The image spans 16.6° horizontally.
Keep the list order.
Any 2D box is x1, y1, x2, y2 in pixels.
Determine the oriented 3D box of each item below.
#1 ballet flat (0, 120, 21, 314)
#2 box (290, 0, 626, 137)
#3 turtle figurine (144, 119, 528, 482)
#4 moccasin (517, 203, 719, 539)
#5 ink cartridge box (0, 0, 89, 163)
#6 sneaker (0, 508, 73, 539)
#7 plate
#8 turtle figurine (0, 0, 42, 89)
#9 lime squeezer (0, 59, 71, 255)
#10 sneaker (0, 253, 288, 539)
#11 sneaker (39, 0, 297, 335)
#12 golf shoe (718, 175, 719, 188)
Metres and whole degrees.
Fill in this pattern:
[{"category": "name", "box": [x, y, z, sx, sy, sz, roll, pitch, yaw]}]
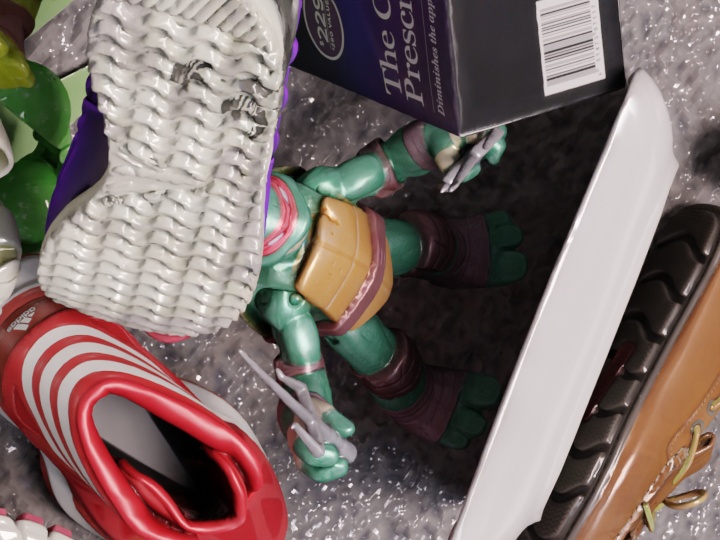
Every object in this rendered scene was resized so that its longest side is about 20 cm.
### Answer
[{"category": "ballet flat", "box": [-0.143, -0.018, 0.812, 0.069, 0.069, 0.200, -30, 146, -20]}, {"category": "box", "box": [0.019, -0.165, 0.889, 0.079, 0.141, 0.200, -17, 114, -24]}, {"category": "turtle figurine", "box": [0.000, 0.000, 0.928, 0.150, 0.101, 0.200, -62, 153, -1]}, {"category": "moccasin", "box": [0.126, 0.070, 1.079, 0.078, 0.074, 0.202, 36, 76, -27]}, {"category": "ink cartridge box", "box": [-0.132, -0.135, 0.864, 0.146, 0.048, 0.200, -42, 120, -14]}, {"category": "sneaker", "box": [-0.110, 0.147, 0.923, 0.200, 0.081, 0.075, 24, 53, -21]}, {"category": "plate", "box": [0.084, 0.020, 0.971, 0.032, 0.200, 0.200, 22, 95, 5]}, {"category": "turtle figurine", "box": [-0.099, -0.151, 0.805, 0.161, 0.064, 0.200, -54, 144, -22]}, {"category": "lime squeezer", "box": [-0.130, -0.030, 0.880, 0.071, 0.038, 0.200, -47, 148, -35]}, {"category": "sneaker", "box": [-0.069, 0.085, 0.914, 0.078, 0.116, 0.200, -46, 137, 0]}, {"category": "sneaker", "box": [-0.053, -0.060, 0.789, 0.069, 0.200, 0.100, 15, 55, -6]}, {"category": "golf shoe", "box": [0.238, -0.082, 1.103, 0.200, 0.078, 0.095, -14, 95, -29]}]
